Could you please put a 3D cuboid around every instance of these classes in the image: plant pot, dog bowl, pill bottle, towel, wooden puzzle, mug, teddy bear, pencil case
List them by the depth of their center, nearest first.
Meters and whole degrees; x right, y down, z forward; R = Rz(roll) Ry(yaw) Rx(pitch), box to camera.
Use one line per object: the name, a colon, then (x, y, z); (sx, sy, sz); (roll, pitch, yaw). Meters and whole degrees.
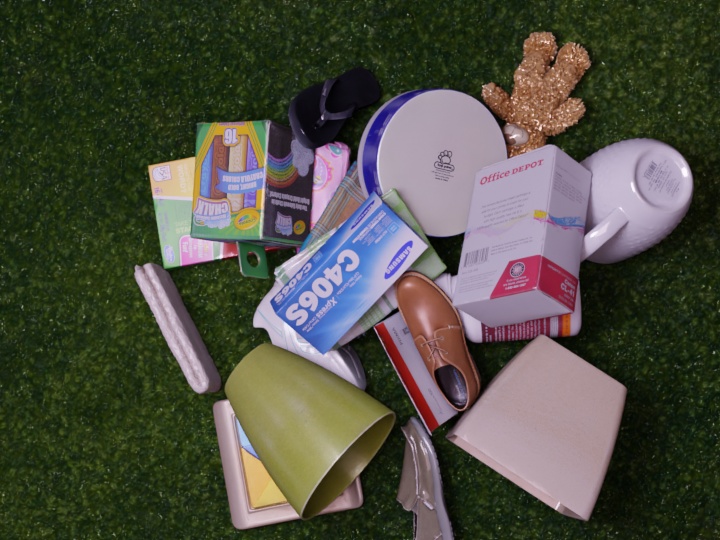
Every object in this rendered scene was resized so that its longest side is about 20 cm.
mug: (0.339, -0.081, 1.493); (0.200, 0.175, 0.148); (-43, 92, -18)
towel: (0.000, 0.000, 1.513); (0.199, 0.031, 0.150); (-35, 117, 0)
plant pot: (0.248, 0.202, 1.523); (0.199, 0.200, 0.178); (33, 82, 6)
plant pot: (-0.085, 0.199, 1.540); (0.199, 0.187, 0.188); (40, 92, 17)
dog bowl: (0.100, -0.148, 1.559); (0.197, 0.079, 0.204); (-2, 97, -19)
pill bottle: (0.200, 0.041, 1.564); (0.196, 0.113, 0.115); (-5, 88, 5)
towel: (-0.004, -0.030, 1.572); (0.146, 0.022, 0.202); (39, 71, -23)
teddy bear: (0.245, -0.239, 1.591); (0.145, 0.067, 0.201); (41, 92, 8)
towel: (-0.257, 0.083, 1.598); (0.034, 0.133, 0.202); (-27, 85, 0)
pencil case: (-0.051, -0.080, 1.605); (0.086, 0.087, 0.204); (0, 87, 5)
wooden puzzle: (-0.106, 0.264, 1.625); (0.197, 0.037, 0.188); (-11, 88, 5)

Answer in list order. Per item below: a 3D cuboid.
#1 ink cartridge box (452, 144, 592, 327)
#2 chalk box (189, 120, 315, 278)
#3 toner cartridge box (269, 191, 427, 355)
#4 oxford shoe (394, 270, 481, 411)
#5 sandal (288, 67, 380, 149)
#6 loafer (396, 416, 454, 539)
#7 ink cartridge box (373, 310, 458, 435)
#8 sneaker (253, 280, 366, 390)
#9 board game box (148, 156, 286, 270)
ink cartridge box: (0.209, -0.041, 1.454); (0.085, 0.147, 0.203); (30, 63, -33)
chalk box: (-0.147, -0.093, 1.539); (0.122, 0.124, 0.204); (4, 88, 30)
toner cartridge box: (-0.016, 0.005, 1.470); (0.200, 0.043, 0.095); (-47, 118, 6)
oxford shoe: (0.103, 0.093, 1.502); (0.071, 0.071, 0.202); (-27, 96, 18)
sandal: (-0.033, -0.235, 1.563); (0.043, 0.200, 0.076); (-29, 103, 44)
loafer: (0.082, 0.308, 1.586); (0.069, 0.075, 0.203); (-12, 87, 1)
ink cartridge box: (0.077, 0.133, 1.529); (0.047, 0.200, 0.162); (-28, 86, 3)
sneaker: (-0.071, 0.109, 1.617); (0.200, 0.070, 0.080); (46, 102, 11)
board game box: (-0.198, -0.094, 1.643); (0.197, 0.040, 0.156); (-11, 87, 5)
